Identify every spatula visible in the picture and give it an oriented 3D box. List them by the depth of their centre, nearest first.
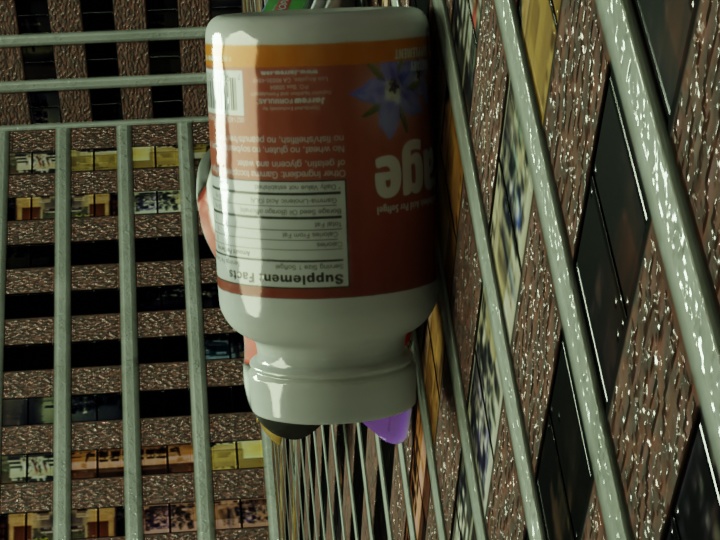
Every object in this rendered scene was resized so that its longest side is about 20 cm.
[{"bbox_3d":[-0.028,0.031,1.181,0.200,0.021,0.057,52,150,38],"label":"spatula"}]

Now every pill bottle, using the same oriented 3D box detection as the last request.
[{"bbox_3d":[-0.017,-0.029,0.963,0.112,0.112,0.200,-120,27,-79],"label":"pill bottle"}]

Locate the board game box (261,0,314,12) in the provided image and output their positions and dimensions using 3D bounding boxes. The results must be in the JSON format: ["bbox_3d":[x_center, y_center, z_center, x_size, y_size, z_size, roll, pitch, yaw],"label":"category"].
[{"bbox_3d":[-0.059,-0.145,1.417,0.135,0.029,0.200,95,-168,-48],"label":"board game box"}]

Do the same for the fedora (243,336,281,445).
[{"bbox_3d":[-0.059,0.047,1.658,0.201,0.082,0.201,172,90,-83],"label":"fedora"}]

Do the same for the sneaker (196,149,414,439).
[{"bbox_3d":[-0.028,-0.011,1.119,0.108,0.067,0.201,-38,51,31],"label":"sneaker"}]

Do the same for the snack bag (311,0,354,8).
[{"bbox_3d":[-0.028,-0.084,1.291,0.200,0.021,0.189,89,-167,-46],"label":"snack bag"}]
